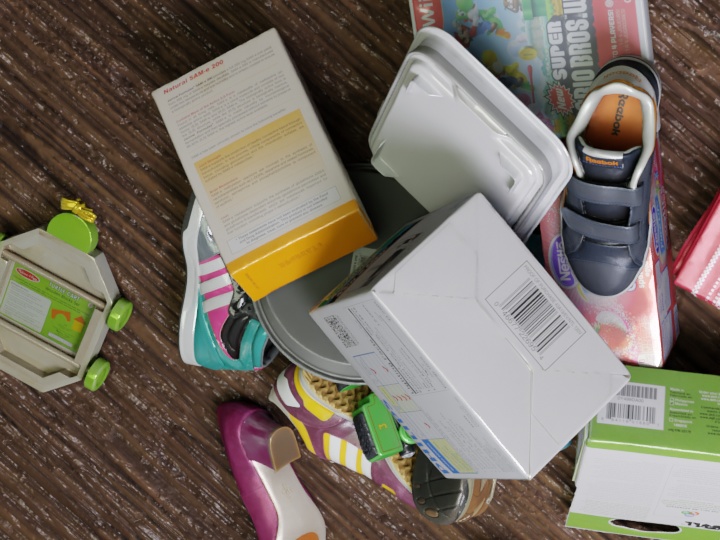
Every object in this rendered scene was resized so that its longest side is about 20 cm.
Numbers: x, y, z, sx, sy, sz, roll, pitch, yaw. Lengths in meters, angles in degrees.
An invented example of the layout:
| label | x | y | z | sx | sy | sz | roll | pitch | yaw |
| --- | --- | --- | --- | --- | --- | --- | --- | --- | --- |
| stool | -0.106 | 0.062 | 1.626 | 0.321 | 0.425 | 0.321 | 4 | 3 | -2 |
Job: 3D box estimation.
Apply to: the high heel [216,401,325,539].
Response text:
| label | x | y | z | sx | sy | sz | roll | pitch | yaw |
| --- | --- | --- | --- | --- | --- | --- | --- | --- | --- |
| high heel | -0.092 | 0.221 | 1.822 | 0.096 | 0.067 | 0.200 | 21 | 132 | 48 |

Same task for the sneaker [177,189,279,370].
| label | x | y | z | sx | sy | sz | roll | pitch | yaw |
| --- | --- | --- | --- | --- | --- | --- | --- | --- | --- |
| sneaker | -0.101 | 0.008 | 1.737 | 0.120 | 0.084 | 0.201 | 14 | 117 | 19 |

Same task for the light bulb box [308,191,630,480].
| label | x | y | z | sx | sy | sz | roll | pitch | yaw |
| --- | --- | --- | --- | --- | --- | --- | --- | --- | --- |
| light bulb box | 0.084 | 0.060 | 1.552 | 0.125 | 0.200 | 0.198 | -41 | 96 | -16 |

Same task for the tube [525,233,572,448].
| label | x | y | z | sx | sy | sz | roll | pitch | yaw |
| --- | --- | --- | --- | --- | --- | --- | --- | --- | --- |
| tube | 0.156 | 0.061 | 1.687 | 0.077 | 0.050 | 0.201 | 16 | 116 | 56 |

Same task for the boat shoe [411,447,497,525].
| label | x | y | z | sx | sy | sz | roll | pitch | yaw |
| --- | --- | --- | --- | --- | --- | --- | --- | --- | --- |
| boat shoe | 0.098 | 0.130 | 1.717 | 0.076 | 0.074 | 0.201 | 12 | 91 | 43 |

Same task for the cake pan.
| label | x | y | z | sx | sy | sz | roll | pitch | yaw |
| --- | --- | --- | --- | --- | --- | --- | --- | --- | --- |
| cake pan | 0.000 | 0.000 | 1.681 | 0.200 | 0.037 | 0.201 | 0 | 81 | 0 |

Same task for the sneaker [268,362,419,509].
| label | x | y | z | sx | sy | sz | roll | pitch | yaw |
| --- | --- | --- | --- | --- | --- | --- | --- | --- | --- |
| sneaker | 0.005 | 0.156 | 1.762 | 0.200 | 0.075 | 0.090 | 46 | 141 | -8 |

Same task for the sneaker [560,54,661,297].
| label | x | y | z | sx | sy | sz | roll | pitch | yaw |
| --- | --- | --- | --- | --- | --- | --- | --- | --- | --- |
| sneaker | 0.196 | -0.068 | 1.517 | 0.078 | 0.079 | 0.201 | 7 | 107 | 15 |

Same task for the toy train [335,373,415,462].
| label | x | y | z | sx | sy | sz | roll | pitch | yaw |
| --- | --- | --- | --- | --- | --- | --- | --- | --- | --- |
| toy train | -0.001 | 0.078 | 1.712 | 0.042 | 0.056 | 0.200 | -42 | 66 | 62 |

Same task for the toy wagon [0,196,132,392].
| label | x | y | z | sx | sy | sz | roll | pitch | yaw |
| --- | --- | --- | --- | --- | --- | --- | --- | --- | --- |
| toy wagon | -0.294 | 0.018 | 1.829 | 0.155 | 0.040 | 0.200 | 27 | 111 | 8 |

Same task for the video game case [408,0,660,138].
| label | x | y | z | sx | sy | sz | roll | pitch | yaw |
| --- | --- | --- | --- | --- | --- | --- | --- | --- | --- |
| video game case | 0.142 | -0.178 | 1.564 | 0.199 | 0.017 | 0.143 | -1 | 108 | 24 |

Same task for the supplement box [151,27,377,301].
| label | x | y | z | sx | sy | sz | roll | pitch | yaw |
| --- | --- | --- | --- | --- | --- | --- | --- | --- | --- |
| supplement box | -0.084 | -0.092 | 1.649 | 0.126 | 0.074 | 0.200 | -26 | 65 | 5 |

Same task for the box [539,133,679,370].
| label | x | y | z | sx | sy | sz | roll | pitch | yaw |
| --- | --- | --- | --- | --- | --- | --- | --- | --- | --- |
| box | 0.211 | -0.022 | 1.621 | 0.094 | 0.103 | 0.201 | -4 | 105 | 19 |

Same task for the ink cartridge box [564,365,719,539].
| label | x | y | z | sx | sy | sz | roll | pitch | yaw |
| --- | --- | --- | --- | --- | --- | --- | --- | --- | --- |
| ink cartridge box | 0.258 | 0.164 | 1.648 | 0.147 | 0.076 | 0.200 | 7 | 151 | 3 |

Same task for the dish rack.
| label | x | y | z | sx | sy | sz | roll | pitch | yaw |
| --- | --- | --- | --- | --- | --- | --- | --- | --- | --- |
| dish rack | 0.078 | -0.093 | 1.556 | 0.172 | 0.044 | 0.200 | 45 | 154 | 8 |

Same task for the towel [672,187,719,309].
| label | x | y | z | sx | sy | sz | roll | pitch | yaw |
| --- | --- | --- | --- | --- | --- | --- | --- | --- | --- |
| towel | 0.373 | -0.007 | 1.565 | 0.200 | 0.022 | 0.145 | 29 | 110 | 7 |
